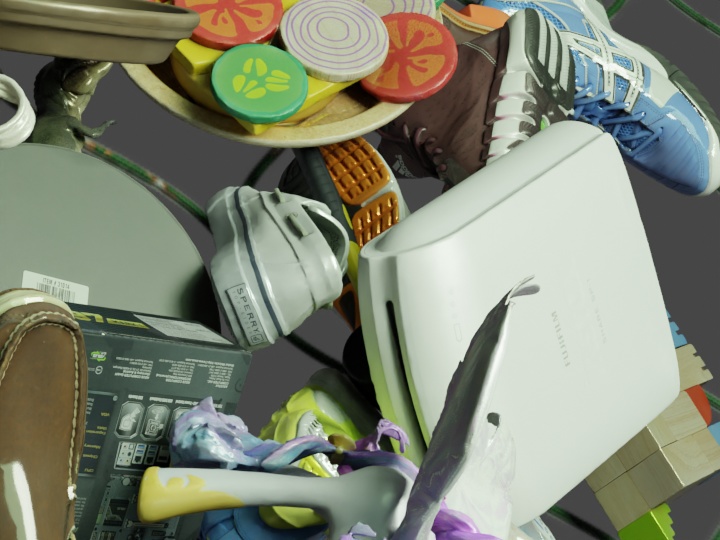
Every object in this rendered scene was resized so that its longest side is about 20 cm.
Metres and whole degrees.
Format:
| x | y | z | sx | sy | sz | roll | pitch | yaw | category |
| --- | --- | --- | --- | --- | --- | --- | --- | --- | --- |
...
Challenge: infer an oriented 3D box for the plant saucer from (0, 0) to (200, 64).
| x | y | z | sx | sy | sz | roll | pitch | yaw | category |
| --- | --- | --- | --- | --- | --- | --- | --- | --- | --- |
| -0.179 | -0.127 | 1.345 | 0.199 | 0.200 | 0.030 | 2 | 100 | -45 | plant saucer |

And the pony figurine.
| x | y | z | sx | sy | sz | roll | pitch | yaw | category |
| --- | --- | --- | --- | --- | --- | --- | --- | --- | --- |
| 0.009 | 0.111 | 1.164 | 0.199 | 0.167 | 0.194 | 5 | 58 | 9 | pony figurine |

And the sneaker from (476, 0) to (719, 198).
| x | y | z | sx | sy | sz | roll | pitch | yaw | category |
| --- | --- | --- | --- | --- | --- | --- | --- | --- | --- |
| 0.148 | -0.114 | 1.740 | 0.200 | 0.076 | 0.077 | 42 | 44 | 3 | sneaker |

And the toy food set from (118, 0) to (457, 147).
| x | y | z | sx | sy | sz | roll | pitch | yaw | category |
| --- | --- | --- | --- | --- | --- | --- | --- | --- | --- |
| -0.043 | -0.146 | 1.513 | 0.200 | 0.049 | 0.198 | -30 | 62 | -31 | toy food set |

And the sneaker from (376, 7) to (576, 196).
| x | y | z | sx | sy | sz | roll | pitch | yaw | category |
| --- | --- | --- | --- | --- | --- | --- | --- | --- | --- |
| 0.057 | -0.050 | 1.537 | 0.076 | 0.115 | 0.201 | 48 | 39 | -37 | sneaker |

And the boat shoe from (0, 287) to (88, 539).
| x | y | z | sx | sy | sz | roll | pitch | yaw | category |
| --- | --- | --- | --- | --- | --- | --- | --- | --- | --- |
| -0.142 | 0.112 | 1.128 | 0.074 | 0.203 | 0.075 | 1 | 18 | -39 | boat shoe |

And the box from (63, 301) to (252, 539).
| x | y | z | sx | sy | sz | roll | pitch | yaw | category |
| --- | --- | --- | --- | --- | --- | --- | --- | --- | --- |
| -0.156 | 0.091 | 1.194 | 0.199 | 0.158 | 0.051 | 9 | 12 | -41 | box |

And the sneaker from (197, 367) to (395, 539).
| x | y | z | sx | sy | sz | roll | pitch | yaw | category |
| --- | --- | --- | --- | --- | --- | --- | --- | --- | --- |
| -0.037 | 0.109 | 1.372 | 0.076 | 0.105 | 0.200 | 51 | 7 | 7 | sneaker |

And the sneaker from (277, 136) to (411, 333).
| x | y | z | sx | sy | sz | roll | pitch | yaw | category |
| --- | --- | --- | --- | --- | --- | --- | --- | --- | --- |
| 0.019 | 0.015 | 1.512 | 0.092 | 0.076 | 0.201 | 40 | 21 | -60 | sneaker |

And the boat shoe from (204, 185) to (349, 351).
| x | y | z | sx | sy | sz | roll | pitch | yaw | category |
| --- | --- | --- | --- | --- | --- | --- | --- | --- | --- |
| -0.036 | -0.004 | 1.390 | 0.200 | 0.066 | 0.074 | -103 | 173 | -74 | boat shoe |

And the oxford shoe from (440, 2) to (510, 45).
| x | y | z | sx | sy | sz | roll | pitch | yaw | category |
| --- | --- | --- | --- | --- | --- | --- | --- | --- | --- |
| 0.033 | -0.119 | 1.620 | 0.199 | 0.071 | 0.073 | -1 | 67 | -46 | oxford shoe |

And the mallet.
| x | y | z | sx | sy | sz | roll | pitch | yaw | category |
| --- | --- | --- | --- | --- | --- | --- | --- | --- | --- |
| 0.000 | 0.000 | 1.457 | 0.066 | 0.041 | 0.200 | 50 | 15 | -45 | mallet |

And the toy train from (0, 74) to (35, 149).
| x | y | z | sx | sy | sz | roll | pitch | yaw | category |
| --- | --- | --- | --- | --- | --- | --- | --- | --- | --- |
| -0.238 | -0.016 | 1.238 | 0.150 | 0.056 | 0.201 | 27 | 61 | 1 | toy train |

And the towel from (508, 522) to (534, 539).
| x | y | z | sx | sy | sz | roll | pitch | yaw | category |
| --- | --- | --- | --- | --- | --- | --- | --- | --- | --- |
| 0.078 | 0.210 | 1.231 | 0.132 | 0.034 | 0.200 | 38 | 40 | -15 | towel |

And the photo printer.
| x | y | z | sx | sy | sz | roll | pitch | yaw | category |
| --- | --- | --- | --- | --- | --- | --- | --- | --- | --- |
| 0.078 | 0.032 | 1.385 | 0.200 | 0.069 | 0.167 | -32 | 110 | -49 | photo printer |

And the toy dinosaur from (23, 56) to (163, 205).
| x | y | z | sx | sy | sz | roll | pitch | yaw | category |
| --- | --- | --- | --- | --- | --- | --- | --- | --- | --- |
| -0.146 | -0.029 | 1.386 | 0.088 | 0.047 | 0.201 | 30 | 46 | -16 | toy dinosaur |

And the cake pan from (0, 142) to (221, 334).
| x | y | z | sx | sy | sz | roll | pitch | yaw | category |
| --- | --- | --- | --- | --- | --- | --- | --- | --- | --- |
| -0.151 | 0.024 | 1.300 | 0.199 | 0.037 | 0.201 | 13 | 61 | -24 | cake pan |

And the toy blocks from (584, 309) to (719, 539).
| x | y | z | sx | sy | sz | roll | pitch | yaw | category |
| --- | --- | --- | --- | --- | --- | --- | --- | --- | --- |
| 0.153 | 0.063 | 1.591 | 0.200 | 0.100 | 0.137 | 58 | 26 | 10 | toy blocks |

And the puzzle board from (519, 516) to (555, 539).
| x | y | z | sx | sy | sz | roll | pitch | yaw | category |
| --- | --- | --- | --- | --- | --- | --- | --- | --- | --- |
| 0.096 | 0.185 | 1.436 | 0.201 | 0.017 | 0.151 | 65 | 16 | 16 | puzzle board |
